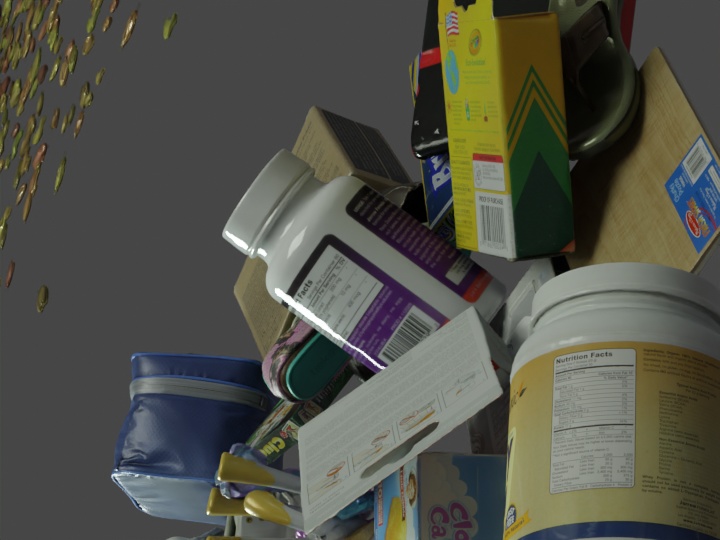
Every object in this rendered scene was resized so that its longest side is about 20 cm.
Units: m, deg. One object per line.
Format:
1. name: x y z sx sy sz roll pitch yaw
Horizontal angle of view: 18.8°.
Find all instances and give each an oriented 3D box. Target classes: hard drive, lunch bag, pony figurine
1. hard drive: 0.125 0.099 1.525 0.140 0.038 0.200 -56 27 36
2. lunch bag: -0.135 0.146 1.938 0.200 0.135 0.133 77 -160 -71
3. pony figurine: -0.014 0.188 1.637 0.193 0.199 0.167 -98 21 -75

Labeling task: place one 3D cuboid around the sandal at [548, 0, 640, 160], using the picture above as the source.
1. sandal: 0.151 -0.167 1.550 0.080 0.057 0.202 -23 54 36

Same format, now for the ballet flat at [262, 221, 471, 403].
1. ballet flat: -0.003 0.022 1.712 0.200 0.069 0.071 -43 36 -9

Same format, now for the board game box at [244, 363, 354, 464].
1. board game box: -0.039 0.100 1.786 0.105 0.023 0.200 -44 4 38

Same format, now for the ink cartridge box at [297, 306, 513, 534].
1. ink cartridge box: 0.035 0.110 1.468 0.162 0.050 0.200 -36 16 7

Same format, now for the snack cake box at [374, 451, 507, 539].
1. snack cake box: 0.055 0.232 1.487 0.115 0.067 0.201 134 137 -71

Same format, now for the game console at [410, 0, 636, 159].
1. game console: 0.125 -0.181 1.651 0.200 0.031 0.177 -14 60 41

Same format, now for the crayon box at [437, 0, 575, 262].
1. crayon box: 0.102 -0.112 1.542 0.127 0.051 0.201 -161 65 -74

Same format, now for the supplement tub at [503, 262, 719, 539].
1. supplement tub: 0.158 0.110 1.291 0.144 0.144 0.201 -40 38 54

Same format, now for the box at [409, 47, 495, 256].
1. box: 0.089 -0.110 1.728 0.070 0.064 0.200 -53 28 39

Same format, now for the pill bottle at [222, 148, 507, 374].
1. pill bottle: 0.000 0.000 1.620 0.112 0.200 0.111 -54 -3 -4

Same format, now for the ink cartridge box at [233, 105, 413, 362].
1. ink cartridge box: -0.033 -0.023 1.944 0.165 0.075 0.200 -116 47 -62

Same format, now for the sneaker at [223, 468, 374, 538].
1. sneaker: -0.045 0.181 1.771 0.200 0.115 0.074 -65 21 16

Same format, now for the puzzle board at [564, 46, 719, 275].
1. puzzle board: 0.194 -0.042 1.482 0.151 0.017 0.200 -57 27 26

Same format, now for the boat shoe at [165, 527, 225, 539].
1. boat shoe: -0.149 0.264 1.878 0.071 0.070 0.200 -66 -16 18

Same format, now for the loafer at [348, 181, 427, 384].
1. loafer: 0.029 0.007 1.771 0.071 0.073 0.201 -44 37 50
